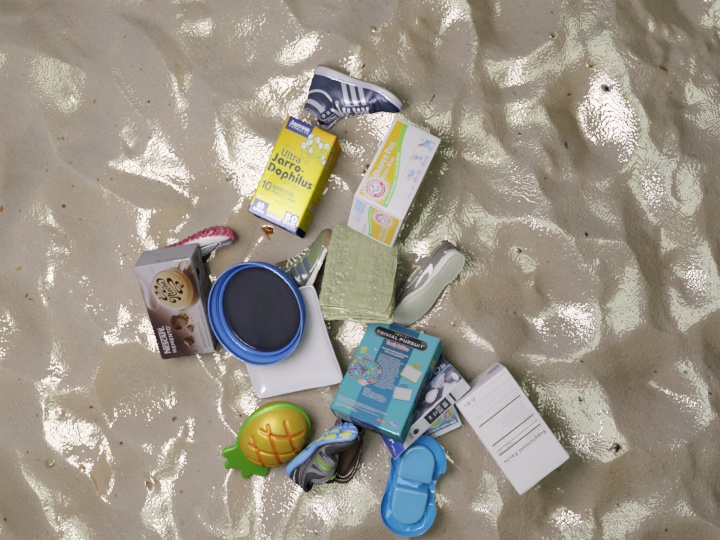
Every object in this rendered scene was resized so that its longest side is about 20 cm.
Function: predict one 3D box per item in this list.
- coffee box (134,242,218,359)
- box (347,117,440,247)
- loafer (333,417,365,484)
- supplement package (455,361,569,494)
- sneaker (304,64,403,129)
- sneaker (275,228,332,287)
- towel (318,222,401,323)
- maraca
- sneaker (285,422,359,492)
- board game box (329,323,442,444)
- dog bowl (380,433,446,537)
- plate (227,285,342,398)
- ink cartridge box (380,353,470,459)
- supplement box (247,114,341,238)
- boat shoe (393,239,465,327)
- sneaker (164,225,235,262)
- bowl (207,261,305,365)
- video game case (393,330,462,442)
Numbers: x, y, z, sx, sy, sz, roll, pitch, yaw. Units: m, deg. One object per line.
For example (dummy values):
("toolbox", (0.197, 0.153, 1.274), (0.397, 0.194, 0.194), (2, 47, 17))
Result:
("coffee box", (-0.352, 0.061, 1.347), (0.110, 0.080, 0.205), (-8, 114, 2))
("box", (0.063, -0.167, 1.318), (0.100, 0.113, 0.203), (25, 64, 3))
("loafer", (-0.027, 0.320, 1.363), (0.071, 0.071, 0.205), (10, 89, 3))
("supplement package", (0.282, 0.295, 1.322), (0.119, 0.121, 0.202), (-36, 87, 1))
("sneaker", (-0.019, -0.325, 1.385), (0.196, 0.070, 0.111), (23, 85, 11))
("sneaker", (-0.127, -0.002, 1.380), (0.088, 0.067, 0.204), (25, 93, -1))
("towel", (0.000, 0.005, 1.312), (0.144, 0.037, 0.205), (7, 63, -1))
("maraca", (-0.183, 0.334, 1.355), (0.136, 0.108, 0.200), (38, 107, -27))
("sneaker", (-0.062, 0.359, 1.327), (0.083, 0.071, 0.199), (50, 121, 6))
("board game box", (0.051, 0.204, 1.315), (0.148, 0.047, 0.203), (16, 64, 23))
("dog bowl", (0.102, 0.412, 1.354), (0.109, 0.050, 0.205), (12, 95, -1))
("plate", (-0.145, 0.140, 1.363), (0.195, 0.032, 0.205), (-14, 101, 19))
("ink cartridge box", (0.110, 0.256, 1.326), (0.200, 0.100, 0.039), (-45, 124, 1))
("supplement box", (-0.127, -0.181, 1.367), (0.107, 0.110, 0.204), (23, 89, 4))
("boat shoe", (0.122, 0.028, 1.371), (0.202, 0.072, 0.061), (-48, 45, 12))
("sneaker", (-0.339, -0.029, 1.396), (0.196, 0.081, 0.076), (-24, 106, 8))
("bowl", (-0.195, 0.080, 1.322), (0.195, 0.039, 0.206), (5, 107, 16))
("video game case", (0.101, 0.242, 1.386), (0.140, 0.018, 0.204), (-23, 87, 2))
